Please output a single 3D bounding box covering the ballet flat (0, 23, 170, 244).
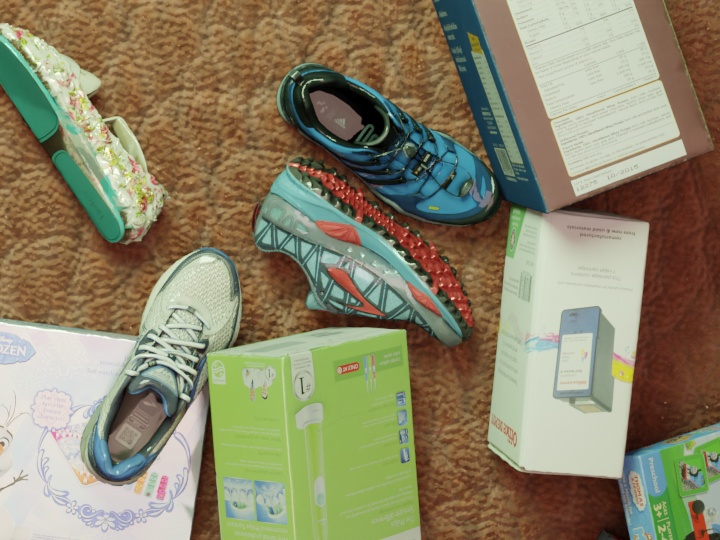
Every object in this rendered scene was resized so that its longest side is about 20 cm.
[{"bbox_3d":[-0.218,-0.113,1.707,0.064,0.076,0.200,-38,103,-32],"label":"ballet flat"}]

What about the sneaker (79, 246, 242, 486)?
[{"bbox_3d":[-0.146,0.077,1.670,0.077,0.085,0.200,26,89,-6],"label":"sneaker"}]

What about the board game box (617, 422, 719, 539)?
[{"bbox_3d":[0.298,0.196,1.738,0.200,0.037,0.152,-13,92,-35],"label":"board game box"}]

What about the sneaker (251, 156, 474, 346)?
[{"bbox_3d":[0.000,0.000,1.736,0.200,0.079,0.096,40,112,-8],"label":"sneaker"}]

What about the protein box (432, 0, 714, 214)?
[{"bbox_3d":[0.151,-0.164,1.662,0.135,0.199,0.201,-20,96,-4],"label":"protein box"}]

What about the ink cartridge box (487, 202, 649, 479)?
[{"bbox_3d":[0.158,0.052,1.707,0.087,0.145,0.201,7,93,-7],"label":"ink cartridge box"}]

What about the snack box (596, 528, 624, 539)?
[{"bbox_3d":[0.243,0.333,1.777,0.200,0.068,0.169,32,90,-6],"label":"snack box"}]

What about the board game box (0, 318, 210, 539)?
[{"bbox_3d":[-0.225,0.146,1.730,0.199,0.043,0.200,8,94,-6],"label":"board game box"}]

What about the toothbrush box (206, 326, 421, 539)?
[{"bbox_3d":[-0.033,0.152,1.691,0.145,0.086,0.201,-12,98,-48],"label":"toothbrush box"}]

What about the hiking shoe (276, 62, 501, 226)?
[{"bbox_3d":[0.022,-0.091,1.712,0.200,0.087,0.075,28,92,-7],"label":"hiking shoe"}]
